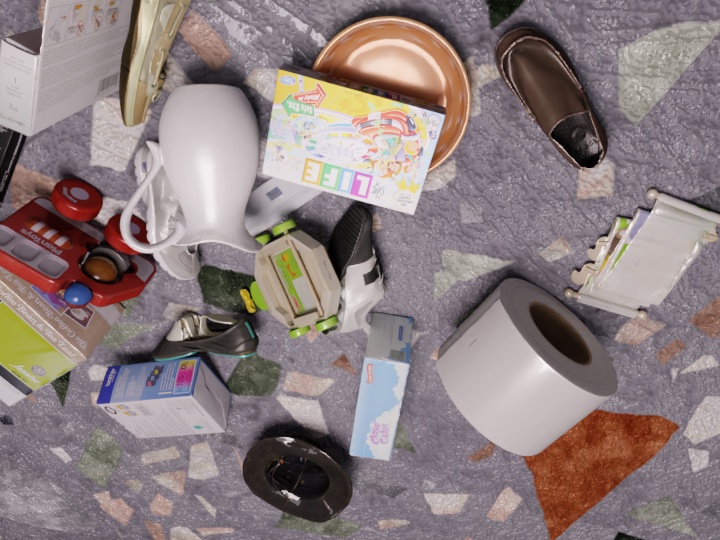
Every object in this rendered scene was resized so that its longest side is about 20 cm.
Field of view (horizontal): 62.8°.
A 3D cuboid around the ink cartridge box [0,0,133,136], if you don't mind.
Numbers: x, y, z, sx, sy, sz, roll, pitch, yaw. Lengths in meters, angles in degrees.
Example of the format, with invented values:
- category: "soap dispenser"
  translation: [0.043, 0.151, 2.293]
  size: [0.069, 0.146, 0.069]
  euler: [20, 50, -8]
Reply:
- category: "ink cartridge box"
  translation: [-0.311, -0.258, 0.644]
  size: [0.043, 0.200, 0.174]
  euler: [23, 121, -6]

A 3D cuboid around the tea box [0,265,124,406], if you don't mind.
- category: "tea box"
  translation: [-0.521, 0.067, 0.905]
  size: [0.197, 0.134, 0.200]
  euler: [-27, 114, 22]

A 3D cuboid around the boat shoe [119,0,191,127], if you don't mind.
- category: "boat shoe"
  translation: [-0.249, -0.264, 0.714]
  size: [0.063, 0.073, 0.201]
  euler: [4, 121, -32]

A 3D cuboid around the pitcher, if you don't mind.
- category: "pitcher"
  translation: [-0.207, -0.121, 0.724]
  size: [0.171, 0.121, 0.200]
  euler: [-5, 99, -26]

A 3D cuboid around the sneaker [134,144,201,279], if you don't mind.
- category: "sneaker"
  translation: [-0.249, -0.075, 0.819]
  size: [0.082, 0.075, 0.200]
  euler: [-1, 120, 10]

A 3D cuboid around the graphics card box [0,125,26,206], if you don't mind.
- category: "graphics card box"
  translation: [-0.538, -0.179, 0.808]
  size: [0.125, 0.051, 0.200]
  euler: [32, 118, -12]

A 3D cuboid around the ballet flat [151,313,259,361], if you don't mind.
- category: "ballet flat"
  translation: [-0.249, 0.101, 0.931]
  size: [0.200, 0.068, 0.069]
  euler: [-6, 102, 21]

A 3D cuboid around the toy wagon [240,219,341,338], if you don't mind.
- category: "toy wagon"
  translation: [-0.108, 0.019, 0.848]
  size: [0.200, 0.040, 0.155]
  euler: [-20, 94, 49]

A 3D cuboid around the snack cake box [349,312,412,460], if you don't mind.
- category: "snack cake box"
  translation: [0.032, 0.180, 0.915]
  size: [0.067, 0.115, 0.200]
  euler: [9, 122, 2]

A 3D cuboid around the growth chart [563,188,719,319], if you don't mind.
- category: "growth chart"
  translation: [0.386, -0.017, 0.809]
  size: [0.145, 0.018, 0.200]
  euler: [24, 121, -7]

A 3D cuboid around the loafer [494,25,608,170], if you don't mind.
- category: "loafer"
  translation: [0.233, -0.197, 0.688]
  size: [0.073, 0.071, 0.200]
  euler: [-38, 110, 25]

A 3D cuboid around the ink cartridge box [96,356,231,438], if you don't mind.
- category: "ink cartridge box"
  translation: [-0.337, 0.217, 0.986]
  size: [0.200, 0.076, 0.137]
  euler: [-8, 139, 10]

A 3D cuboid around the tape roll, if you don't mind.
- category: "tape roll"
  translation: [0.226, 0.129, 0.809]
  size: [0.203, 0.203, 0.139]
  euler: [32, 120, -12]

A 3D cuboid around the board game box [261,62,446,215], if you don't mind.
- category: "board game box"
  translation: [-0.011, -0.158, 0.721]
  size: [0.200, 0.034, 0.135]
  euler: [14, 122, -1]

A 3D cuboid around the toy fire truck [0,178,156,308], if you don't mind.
- category: "toy fire truck"
  translation: [-0.395, -0.020, 0.817]
  size: [0.200, 0.168, 0.112]
  euler: [36, 119, -14]

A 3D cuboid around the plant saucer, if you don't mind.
- category: "plant saucer"
  translation: [0.035, -0.208, 0.727]
  size: [0.200, 0.037, 0.200]
  euler: [3, 121, 6]

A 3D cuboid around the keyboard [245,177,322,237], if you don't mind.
- category: "keyboard"
  translation: [-0.115, -0.102, 0.827]
  size: [0.200, 0.011, 0.056]
  euler: [-30, 108, 22]

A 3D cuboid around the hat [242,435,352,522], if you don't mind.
- category: "hat"
  translation: [-0.105, 0.353, 1.059]
  size: [0.200, 0.081, 0.201]
  euler: [5, 115, 11]

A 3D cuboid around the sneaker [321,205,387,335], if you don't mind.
- category: "sneaker"
  translation: [0.000, 0.000, 0.844]
  size: [0.088, 0.074, 0.200]
  euler: [0, 121, -24]
